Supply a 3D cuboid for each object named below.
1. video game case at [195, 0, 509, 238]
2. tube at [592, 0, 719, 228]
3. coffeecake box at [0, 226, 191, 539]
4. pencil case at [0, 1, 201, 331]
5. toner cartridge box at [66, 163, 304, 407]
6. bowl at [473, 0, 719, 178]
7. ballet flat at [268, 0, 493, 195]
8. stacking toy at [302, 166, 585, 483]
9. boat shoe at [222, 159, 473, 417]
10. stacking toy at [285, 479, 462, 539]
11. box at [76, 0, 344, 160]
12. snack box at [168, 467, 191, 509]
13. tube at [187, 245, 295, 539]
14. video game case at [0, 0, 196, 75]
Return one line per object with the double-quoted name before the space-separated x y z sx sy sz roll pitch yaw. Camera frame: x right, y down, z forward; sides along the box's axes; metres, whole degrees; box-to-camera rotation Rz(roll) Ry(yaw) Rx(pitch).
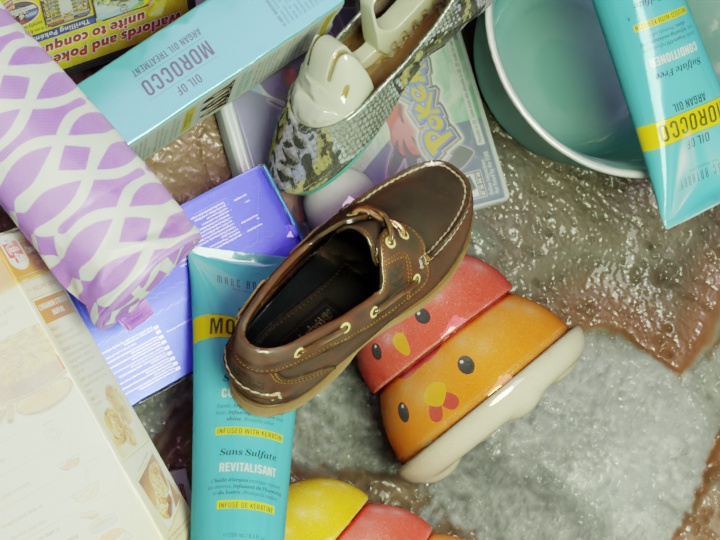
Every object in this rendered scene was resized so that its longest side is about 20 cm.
"video game case" -0.009 -0.120 1.082 0.182 0.023 0.201 -15 87 -21
"tube" 0.188 -0.134 1.027 0.077 0.050 0.201 -23 95 -14
"coffeecake box" -0.209 0.100 0.915 0.153 0.073 0.200 -29 92 8
"pencil case" -0.177 -0.060 0.901 0.200 0.086 0.084 49 49 5
"toner cartridge box" -0.126 0.023 0.994 0.200 0.043 0.095 -28 93 -14
"bowl" 0.157 -0.150 1.102 0.200 0.105 0.202 3 80 -18
"ballet flat" 0.004 -0.136 0.997 0.072 0.072 0.200 42 87 -9
"stacking toy" 0.029 0.019 1.023 0.146 0.146 0.200 -37 84 -21
"boat shoe" 0.000 0.000 0.934 0.070 0.070 0.200 31 59 20
"stacking toy" -0.019 0.177 0.981 0.200 0.146 0.146 39 70 7
"box" -0.107 -0.120 0.999 0.200 0.082 0.049 -35 89 -12
"snack box" -0.119 0.225 0.985 0.072 0.024 0.201 -11 85 -23
"tube" -0.067 0.080 0.945 0.077 0.050 0.201 10 62 -18
"video game case" -0.201 -0.191 0.957 0.199 0.026 0.181 -22 132 -18
